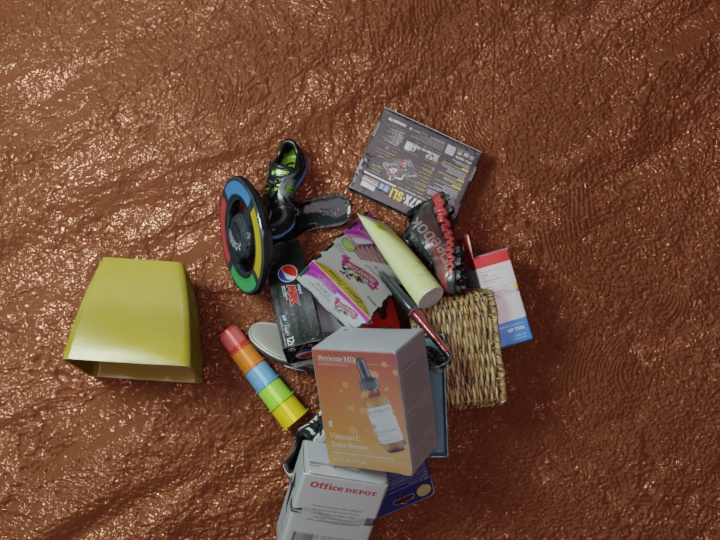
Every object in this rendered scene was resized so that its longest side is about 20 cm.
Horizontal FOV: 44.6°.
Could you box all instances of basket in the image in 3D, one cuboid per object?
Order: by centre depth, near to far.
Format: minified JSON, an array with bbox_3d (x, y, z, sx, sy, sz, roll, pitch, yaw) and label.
[{"bbox_3d":[0.164,0.135,1.511,0.147,0.143,0.202,-8,91,1],"label":"basket"}]

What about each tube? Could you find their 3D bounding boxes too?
[{"bbox_3d":[0.066,-0.024,1.467,0.052,0.058,0.201,-26,55,-15],"label":"tube"}]

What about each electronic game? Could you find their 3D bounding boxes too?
[{"bbox_3d":[-0.197,-0.058,1.481,0.041,0.200,0.202,-10,87,-27],"label":"electronic game"}]

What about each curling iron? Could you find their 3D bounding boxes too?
[{"bbox_3d":[0.084,0.079,1.420,0.049,0.026,0.201,-29,68,-5],"label":"curling iron"}]

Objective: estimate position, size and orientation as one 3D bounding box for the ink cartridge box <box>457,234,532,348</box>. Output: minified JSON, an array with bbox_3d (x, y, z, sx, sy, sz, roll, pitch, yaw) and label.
[{"bbox_3d":[0.232,0.030,1.537,0.067,0.116,0.202,-15,88,-3],"label":"ink cartridge box"}]

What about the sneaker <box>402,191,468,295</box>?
[{"bbox_3d":[0.124,-0.039,1.488,0.097,0.071,0.202,-16,56,10],"label":"sneaker"}]

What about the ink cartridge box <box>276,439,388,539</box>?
[{"bbox_3d":[-0.050,0.391,1.460,0.143,0.084,0.201,11,119,-12],"label":"ink cartridge box"}]

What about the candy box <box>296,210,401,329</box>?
[{"bbox_3d":[0.000,0.000,1.493,0.136,0.061,0.200,45,41,-1],"label":"candy box"}]

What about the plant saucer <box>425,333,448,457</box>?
[{"bbox_3d":[0.106,0.204,1.435,0.069,0.019,0.202,-2,93,9],"label":"plant saucer"}]

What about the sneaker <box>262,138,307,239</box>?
[{"bbox_3d":[-0.142,-0.142,1.511,0.070,0.083,0.201,4,59,15],"label":"sneaker"}]

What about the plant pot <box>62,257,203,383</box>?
[{"bbox_3d":[-0.364,0.083,1.468,0.198,0.200,0.178,4,76,-3],"label":"plant pot"}]

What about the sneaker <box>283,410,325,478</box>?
[{"bbox_3d":[-0.061,0.277,1.509,0.075,0.088,0.201,23,82,36],"label":"sneaker"}]

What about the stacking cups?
[{"bbox_3d":[-0.173,0.183,1.530,0.060,0.061,0.201,-38,90,-5],"label":"stacking cups"}]

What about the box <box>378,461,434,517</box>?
[{"bbox_3d":[0.051,0.319,1.522,0.120,0.032,0.202,-19,106,-14],"label":"box"}]

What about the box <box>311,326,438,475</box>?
[{"bbox_3d":[0.024,0.200,1.375,0.151,0.106,0.202,-1,106,30],"label":"box"}]

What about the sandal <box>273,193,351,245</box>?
[{"bbox_3d":[-0.114,-0.094,1.558,0.199,0.048,0.076,-18,88,-4],"label":"sandal"}]

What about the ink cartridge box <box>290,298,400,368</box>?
[{"bbox_3d":[-0.042,0.066,1.521,0.198,0.057,0.164,-16,59,0],"label":"ink cartridge box"}]

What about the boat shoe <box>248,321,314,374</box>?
[{"bbox_3d":[-0.104,0.150,1.541,0.198,0.057,0.067,19,56,2],"label":"boat shoe"}]

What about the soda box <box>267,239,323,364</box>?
[{"bbox_3d":[-0.112,0.051,1.472,0.070,0.064,0.202,-12,60,-4],"label":"soda box"}]

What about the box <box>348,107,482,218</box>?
[{"bbox_3d":[0.098,-0.178,1.576,0.198,0.049,0.161,24,88,-2],"label":"box"}]
